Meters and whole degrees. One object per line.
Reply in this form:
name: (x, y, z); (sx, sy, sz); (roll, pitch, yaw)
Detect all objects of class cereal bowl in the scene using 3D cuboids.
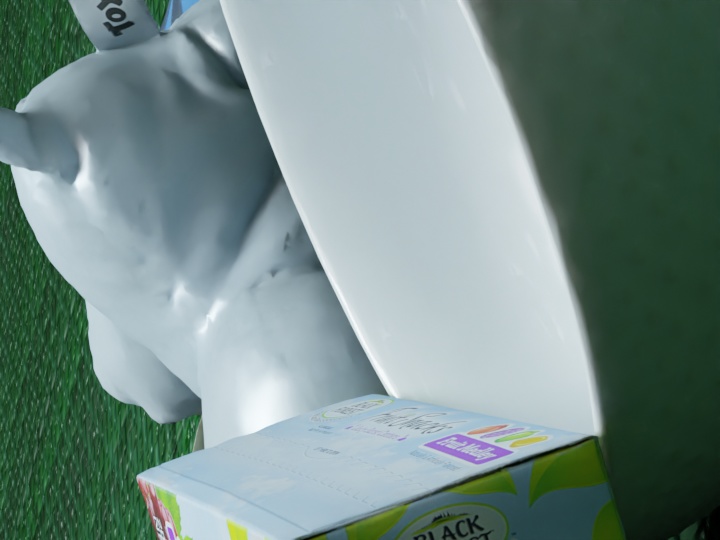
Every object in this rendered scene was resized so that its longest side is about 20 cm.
cereal bowl: (0.038, -0.041, 0.605); (0.200, 0.083, 0.200); (158, 90, -78)

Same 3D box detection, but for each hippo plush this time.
hippo plush: (0.000, 0.000, 0.753); (0.161, 0.159, 0.200); (50, 180, 32)

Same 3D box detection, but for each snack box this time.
snack box: (0.025, 0.130, 0.599); (0.169, 0.068, 0.200); (-175, 66, -77)

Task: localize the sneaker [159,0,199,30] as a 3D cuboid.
sneaker: (-0.036, -0.103, 1.077); (0.200, 0.066, 0.079); (117, 164, -61)

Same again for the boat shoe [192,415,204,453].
boat shoe: (-0.022, 0.120, 0.928); (0.068, 0.072, 0.200); (110, 156, -51)
